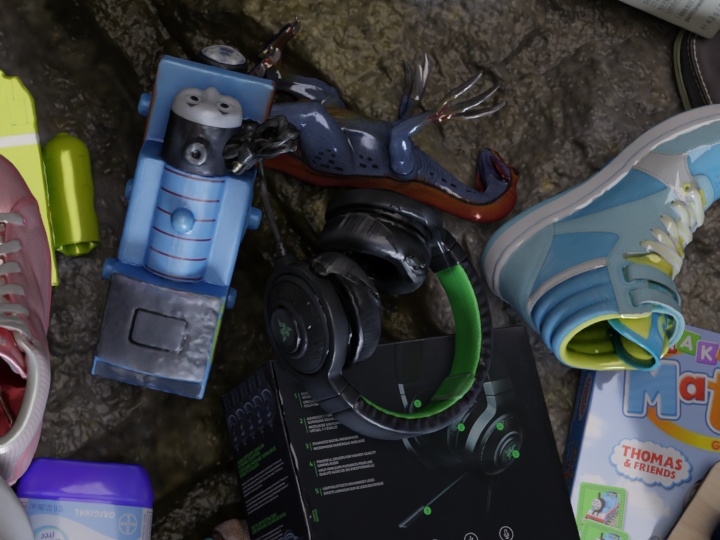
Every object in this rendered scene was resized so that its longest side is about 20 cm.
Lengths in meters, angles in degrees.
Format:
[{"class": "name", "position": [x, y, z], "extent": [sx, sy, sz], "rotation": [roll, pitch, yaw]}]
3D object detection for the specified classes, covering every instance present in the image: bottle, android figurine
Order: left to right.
[{"class": "android figurine", "position": [-0.250, -0.043, 1.169], "extent": [0.181, 0.041, 0.201], "rotation": [-9, 84, -12]}, {"class": "bottle", "position": [-0.168, 0.211, 1.136], "extent": [0.083, 0.065, 0.201], "rotation": [6, 81, -8]}]

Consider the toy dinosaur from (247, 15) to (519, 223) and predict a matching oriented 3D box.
[{"class": "toy dinosaur", "position": [0.005, -0.077, 1.229], "extent": [0.200, 0.105, 0.182], "rotation": [-41, 102, 19]}]

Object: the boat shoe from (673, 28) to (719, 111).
[{"class": "boat shoe", "position": [0.271, -0.080, 1.268], "extent": [0.073, 0.065, 0.201], "rotation": [-28, 87, -12]}]

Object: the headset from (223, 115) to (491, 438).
[{"class": "headset", "position": [0.000, 0.000, 1.067], "extent": [0.200, 0.094, 0.124], "rotation": [47, 58, -14]}]

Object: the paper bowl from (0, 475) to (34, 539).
[{"class": "paper bowl", "position": [-0.258, 0.145, 1.060], "extent": [0.200, 0.201, 0.105], "rotation": [38, 60, -4]}]

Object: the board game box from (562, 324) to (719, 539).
[{"class": "board game box", "position": [0.202, 0.137, 1.238], "extent": [0.150, 0.037, 0.201], "rotation": [14, 78, -9]}]

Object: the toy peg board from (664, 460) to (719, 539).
[{"class": "toy peg board", "position": [0.249, 0.241, 1.144], "extent": [0.200, 0.098, 0.200], "rotation": [34, 78, 8]}]

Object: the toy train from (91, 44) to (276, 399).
[{"class": "toy train", "position": [-0.101, -0.028, 1.136], "extent": [0.086, 0.114, 0.201], "rotation": [13, 109, -5]}]

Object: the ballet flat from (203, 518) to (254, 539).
[{"class": "ballet flat", "position": [-0.040, 0.243, 1.160], "extent": [0.067, 0.068, 0.201], "rotation": [-11, 86, -22]}]

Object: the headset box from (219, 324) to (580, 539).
[{"class": "headset box", "position": [0.026, 0.134, 1.143], "extent": [0.173, 0.093, 0.201], "rotation": [-8, 75, -26]}]

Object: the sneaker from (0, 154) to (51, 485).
[{"class": "sneaker", "position": [-0.208, 0.018, 1.095], "extent": [0.075, 0.105, 0.201], "rotation": [-2, 78, -11]}]

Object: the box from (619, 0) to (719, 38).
[{"class": "box", "position": [0.169, -0.258, 1.236], "extent": [0.199, 0.109, 0.128], "rotation": [22, 60, -8]}]

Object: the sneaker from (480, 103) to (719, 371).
[{"class": "sneaker", "position": [0.185, -0.010, 1.197], "extent": [0.199, 0.080, 0.131], "rotation": [-33, 48, 2]}]
